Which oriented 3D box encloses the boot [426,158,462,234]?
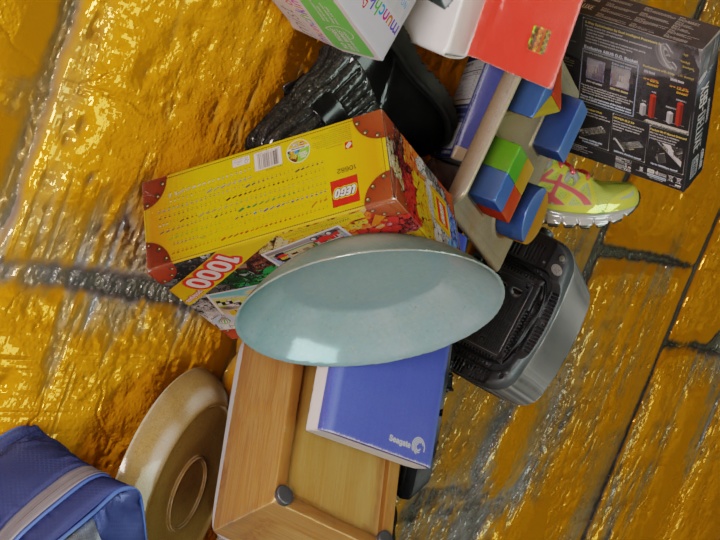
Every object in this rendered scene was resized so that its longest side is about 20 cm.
[{"bbox_3d":[0.029,-0.027,1.435,0.201,0.064,0.187,-57,156,-10],"label":"boot"}]

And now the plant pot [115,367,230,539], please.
[{"bbox_3d":[-0.151,0.179,1.366,0.200,0.027,0.202,18,90,-73],"label":"plant pot"}]

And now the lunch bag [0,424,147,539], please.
[{"bbox_3d":[-0.231,0.233,1.221,0.136,0.132,0.201,-37,140,-38],"label":"lunch bag"}]

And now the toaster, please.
[{"bbox_3d":[0.157,0.057,1.723,0.201,0.113,0.129,-63,153,-5],"label":"toaster"}]

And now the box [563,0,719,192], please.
[{"bbox_3d":[0.230,-0.178,1.566,0.050,0.199,0.159,-45,146,-41],"label":"box"}]

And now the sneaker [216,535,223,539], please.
[{"bbox_3d":[-0.088,0.213,1.480,0.201,0.076,0.081,107,-6,-54],"label":"sneaker"}]

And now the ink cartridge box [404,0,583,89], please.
[{"bbox_3d":[0.104,-0.265,1.328,0.043,0.173,0.201,-2,114,-57],"label":"ink cartridge box"}]

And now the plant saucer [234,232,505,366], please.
[{"bbox_3d":[0.005,0.015,1.223,0.201,0.200,0.039,45,34,-59],"label":"plant saucer"}]

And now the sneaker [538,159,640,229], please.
[{"bbox_3d":[0.172,-0.090,1.584,0.078,0.198,0.091,-128,-138,-78],"label":"sneaker"}]

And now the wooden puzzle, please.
[{"bbox_3d":[0.145,-0.104,1.451,0.186,0.046,0.200,-65,160,-9],"label":"wooden puzzle"}]

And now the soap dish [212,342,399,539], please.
[{"bbox_3d":[-0.036,0.147,1.379,0.157,0.081,0.201,31,52,-32],"label":"soap dish"}]

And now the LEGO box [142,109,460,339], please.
[{"bbox_3d":[-0.043,-0.030,1.253,0.149,0.199,0.078,44,35,-58],"label":"LEGO box"}]

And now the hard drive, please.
[{"bbox_3d":[0.024,0.048,1.365,0.132,0.025,0.202,24,69,-42],"label":"hard drive"}]

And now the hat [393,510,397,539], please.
[{"bbox_3d":[-0.005,0.228,1.497,0.201,0.080,0.202,10,90,-77],"label":"hat"}]

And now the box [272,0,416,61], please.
[{"bbox_3d":[-0.014,-0.283,1.210,0.177,0.096,0.200,-61,151,-10],"label":"box"}]

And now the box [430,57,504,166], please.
[{"bbox_3d":[0.118,-0.189,1.479,0.121,0.032,0.201,-140,-110,-82],"label":"box"}]

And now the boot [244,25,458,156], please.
[{"bbox_3d":[-0.009,-0.110,1.365,0.158,0.079,0.211,-59,147,-11],"label":"boot"}]

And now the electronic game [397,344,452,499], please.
[{"bbox_3d":[0.055,0.111,1.538,0.200,0.041,0.202,9,90,-90],"label":"electronic game"}]
